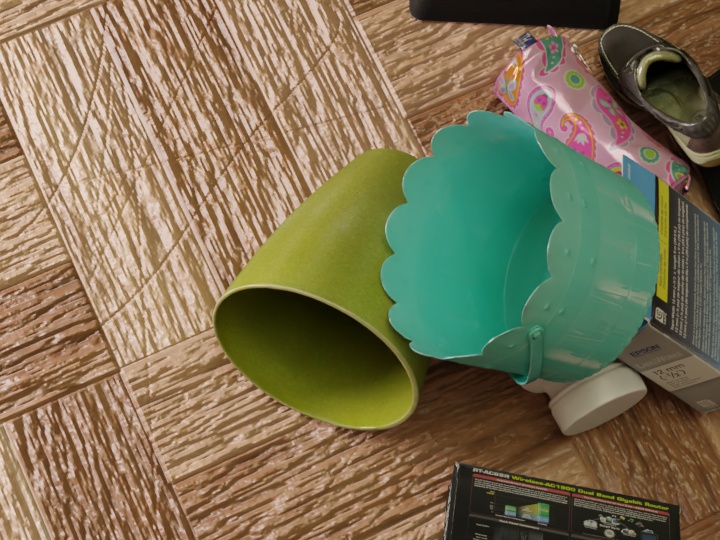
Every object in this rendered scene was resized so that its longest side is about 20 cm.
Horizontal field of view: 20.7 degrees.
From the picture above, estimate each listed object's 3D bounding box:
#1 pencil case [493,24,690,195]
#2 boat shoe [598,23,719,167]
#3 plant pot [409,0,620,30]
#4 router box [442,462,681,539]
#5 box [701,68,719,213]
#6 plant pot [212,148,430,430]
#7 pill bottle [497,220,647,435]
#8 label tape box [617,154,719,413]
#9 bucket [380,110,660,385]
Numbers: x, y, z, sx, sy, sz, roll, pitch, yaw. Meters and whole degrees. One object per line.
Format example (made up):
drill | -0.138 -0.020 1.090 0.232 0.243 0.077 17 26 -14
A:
pencil case | 0.208 -0.126 1.774 0.087 0.088 0.200 -37 74 -15
boat shoe | 0.272 -0.172 1.764 0.072 0.066 0.201 -36 46 2
plant pot | 0.152 -0.355 1.805 0.198 0.178 0.202 3 69 -3
router box | 0.163 0.242 1.612 0.198 0.063 0.150 12 33 1
box | 0.390 -0.109 1.731 0.047 0.193 0.201 1 64 -47
plant pot | 0.000 0.000 1.682 0.186 0.188 0.201 24 57 6
pill bottle | 0.165 0.035 1.699 0.110 0.111 0.201 -24 73 -11
label tape box | 0.257 0.014 1.667 0.199 0.066 0.144 30 53 -36
bucket | 0.127 -0.011 1.552 0.134 0.206 0.209 19 65 -37
